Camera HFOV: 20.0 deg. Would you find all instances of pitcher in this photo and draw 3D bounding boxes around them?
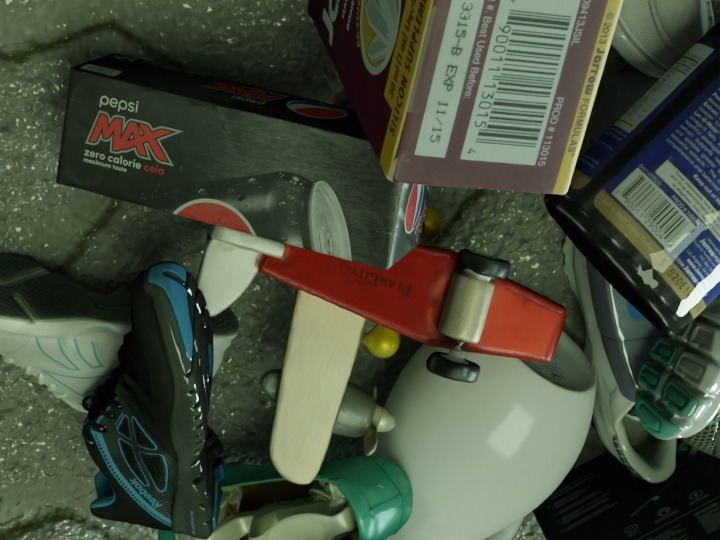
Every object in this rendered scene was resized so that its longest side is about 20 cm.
[{"bbox_3d":[0.076,0.121,1.306,0.171,0.122,0.201,5,130,-48],"label":"pitcher"}]

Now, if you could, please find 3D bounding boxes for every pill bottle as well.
[{"bbox_3d":[0.209,-0.070,1.153,0.200,0.112,0.112,-44,123,1],"label":"pill bottle"}]

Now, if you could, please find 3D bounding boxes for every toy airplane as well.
[{"bbox_3d":[0.000,0.000,1.199,0.199,0.141,0.200,-29,84,13],"label":"toy airplane"}]

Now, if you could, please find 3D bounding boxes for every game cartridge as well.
[{"bbox_3d":[0.203,-0.023,1.241,0.132,0.040,0.202,-6,97,-10],"label":"game cartridge"}]

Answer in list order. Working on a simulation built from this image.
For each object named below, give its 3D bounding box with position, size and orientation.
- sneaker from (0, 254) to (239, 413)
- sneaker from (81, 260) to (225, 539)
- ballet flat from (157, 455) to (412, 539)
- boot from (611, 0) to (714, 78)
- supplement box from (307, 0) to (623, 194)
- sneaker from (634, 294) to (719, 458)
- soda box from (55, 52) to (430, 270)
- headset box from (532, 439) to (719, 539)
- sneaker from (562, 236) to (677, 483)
[{"bbox_3d":[-0.174,0.045,1.203,0.199,0.071,0.081,11,120,-23],"label":"sneaker"},{"bbox_3d":[-0.124,0.080,1.163,0.081,0.074,0.201,3,129,3],"label":"sneaker"},{"bbox_3d":[-0.063,0.153,1.253,0.199,0.070,0.068,-14,94,32],"label":"ballet flat"},{"bbox_3d":[0.172,-0.185,1.134,0.074,0.095,0.201,-50,127,-23],"label":"boot"},{"bbox_3d":[0.050,-0.146,1.069,0.102,0.200,0.132,3,120,-17],"label":"supplement box"},{"bbox_3d":[0.245,0.026,1.213,0.091,0.078,0.201,34,90,-31],"label":"sneaker"},{"bbox_3d":[-0.062,-0.061,1.107,0.198,0.063,0.071,14,107,16],"label":"soda box"},{"bbox_3d":[0.214,0.175,1.323,0.173,0.200,0.093,-27,108,1],"label":"headset box"},{"bbox_3d":[0.177,0.037,1.292,0.076,0.081,0.202,-13,119,-4],"label":"sneaker"}]
